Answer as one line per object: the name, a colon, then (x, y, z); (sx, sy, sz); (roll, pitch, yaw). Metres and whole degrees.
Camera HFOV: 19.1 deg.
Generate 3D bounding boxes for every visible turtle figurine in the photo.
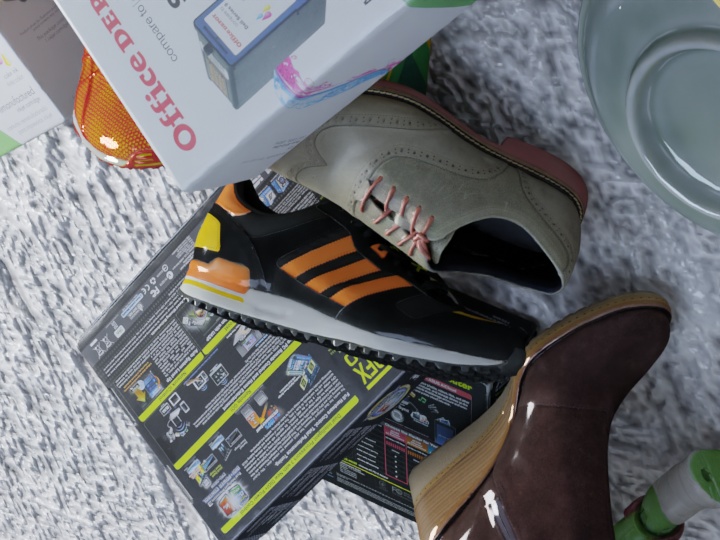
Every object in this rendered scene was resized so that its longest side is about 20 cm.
turtle figurine: (0.165, 0.198, 1.257); (0.200, 0.144, 0.194); (44, 128, -13)

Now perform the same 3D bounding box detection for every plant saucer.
plant saucer: (0.184, -0.078, 1.029); (0.200, 0.050, 0.201); (25, 139, 24)

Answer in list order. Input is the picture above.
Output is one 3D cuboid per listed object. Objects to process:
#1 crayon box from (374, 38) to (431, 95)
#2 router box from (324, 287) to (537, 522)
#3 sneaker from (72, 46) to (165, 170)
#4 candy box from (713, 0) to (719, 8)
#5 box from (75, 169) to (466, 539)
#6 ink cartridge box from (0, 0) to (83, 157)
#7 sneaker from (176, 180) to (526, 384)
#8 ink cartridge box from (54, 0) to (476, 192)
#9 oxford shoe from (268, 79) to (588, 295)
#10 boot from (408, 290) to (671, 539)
crayon box: (-0.025, -0.155, 1.141); (0.125, 0.052, 0.200); (26, 139, 21)
router box: (0.010, 0.069, 1.314); (0.199, 0.062, 0.150); (23, 138, 25)
sneaker: (-0.125, -0.125, 1.158); (0.073, 0.200, 0.077); (-8, 130, -6)
candy box: (0.232, -0.156, 0.850); (0.136, 0.061, 0.200); (49, 129, 7)
box: (-0.053, 0.038, 1.246); (0.200, 0.044, 0.160); (-46, 72, 22)
ink cartridge box: (-0.250, -0.172, 1.312); (0.117, 0.067, 0.200); (-21, 110, 49)
sneaker: (0.000, 0.000, 1.153); (0.199, 0.090, 0.070); (14, 175, 21)
ink cartridge box: (-0.039, -0.153, 1.038); (0.200, 0.087, 0.146); (-37, 82, 27)
oxford shoe: (0.027, -0.044, 1.122); (0.199, 0.075, 0.071); (16, 135, -9)
boot: (0.121, 0.126, 1.160); (0.200, 0.072, 0.167); (-44, 50, 21)
